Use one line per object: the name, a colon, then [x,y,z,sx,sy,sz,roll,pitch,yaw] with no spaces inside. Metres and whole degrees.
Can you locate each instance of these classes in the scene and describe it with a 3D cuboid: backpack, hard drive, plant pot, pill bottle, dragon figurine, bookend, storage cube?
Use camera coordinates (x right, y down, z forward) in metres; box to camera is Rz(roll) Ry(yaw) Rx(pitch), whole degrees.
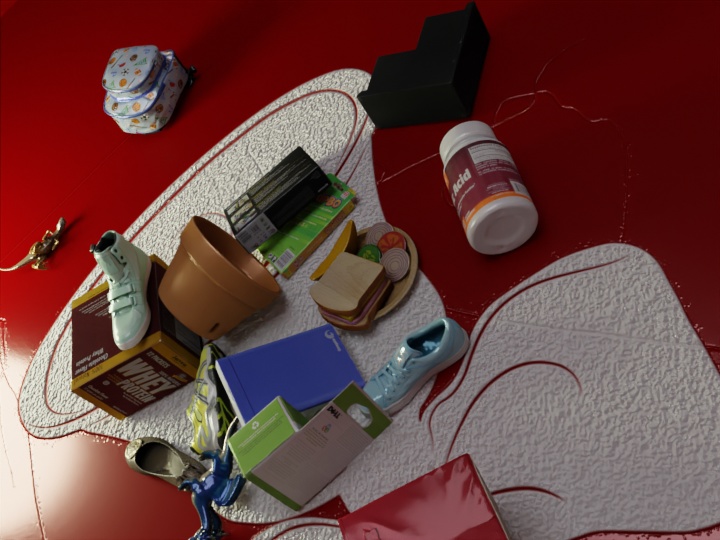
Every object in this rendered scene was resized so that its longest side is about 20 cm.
backpack: [-0.507,-0.419,1.882,0.197,0.154,0.194,-1,69,27]
hard drive: [-0.106,0.163,1.240,0.197,0.026,0.133,-16,52,-24]
plant pot: [-0.256,0.023,1.400,0.140,0.200,0.200,-48,48,5]
pill bottle: [0.196,-0.135,1.278,0.113,0.114,0.202,-26,49,13]
dragon figurine: [-0.211,0.327,1.242,0.099,0.059,0.201,33,78,13]
bookend: [0.119,-0.378,1.503,0.197,0.092,0.202,-2,57,32]
storage cube: [0.101,0.358,0.957,0.178,0.201,0.172,-27,48,3]

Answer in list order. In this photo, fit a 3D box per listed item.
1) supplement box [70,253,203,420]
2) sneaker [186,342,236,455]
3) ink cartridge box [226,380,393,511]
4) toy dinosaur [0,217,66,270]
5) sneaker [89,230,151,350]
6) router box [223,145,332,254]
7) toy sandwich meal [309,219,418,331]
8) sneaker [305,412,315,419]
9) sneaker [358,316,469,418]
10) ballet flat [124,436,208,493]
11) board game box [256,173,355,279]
supplement box: [-0.404,0.121,1.460,0.195,0.133,0.202,-28,49,12]
sneaker: [-0.257,0.211,1.350,0.075,0.076,0.203,-21,50,15]
ink cartridge box: [-0.069,0.235,1.171,0.199,0.148,0.076,-41,47,-1]
toy dinosaur: [-0.735,-0.035,1.830,0.199,0.061,0.106,-39,27,-7]
sneaker: [-0.412,0.029,1.357,0.073,0.118,0.203,-20,52,15]
router box: [-0.158,-0.136,1.507,0.199,0.051,0.149,-40,29,1]
toy sandwich meal: [0.000,0.000,1.336,0.202,0.070,0.208,-16,53,22]
sneaker: [-0.119,0.208,1.258,0.074,0.089,0.202,11,66,37]
sneaker: [0.065,0.135,1.198,0.199,0.082,0.074,-41,47,1]
ballet flat: [-0.328,0.318,1.340,0.198,0.046,0.068,14,67,37]
board game box: [-0.096,-0.085,1.481,0.200,0.030,0.095,-48,49,-2]
